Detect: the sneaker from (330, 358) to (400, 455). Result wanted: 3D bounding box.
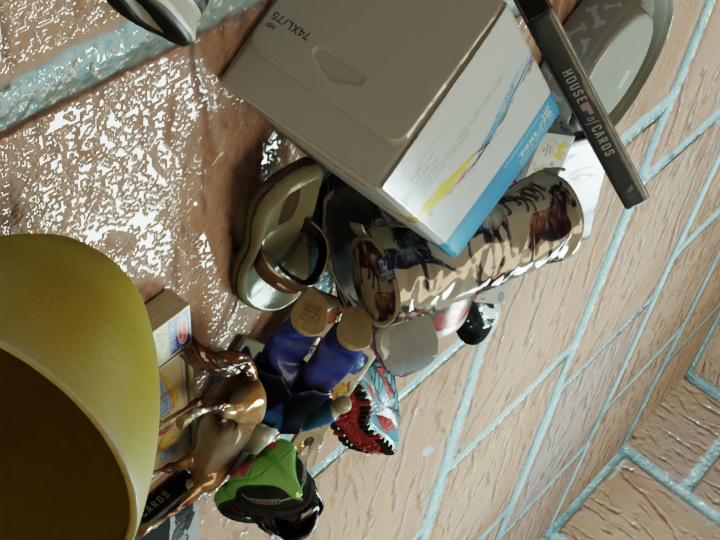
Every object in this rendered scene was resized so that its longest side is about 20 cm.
[{"bbox_3d":[-0.006,0.121,1.210,0.200,0.079,0.096,66,32,-55],"label":"sneaker"}]

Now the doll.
[{"bbox_3d":[-0.066,0.095,0.972,0.200,0.136,0.049,123,-19,-44],"label":"doll"}]

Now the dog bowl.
[{"bbox_3d":[0.262,-0.226,1.236,0.200,0.059,0.200,-43,155,-25],"label":"dog bowl"}]

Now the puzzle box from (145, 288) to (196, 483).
[{"bbox_3d":[-0.186,0.118,0.889,0.133,0.025,0.200,-40,153,-32],"label":"puzzle box"}]

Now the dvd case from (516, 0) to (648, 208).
[{"bbox_3d":[0.172,-0.164,0.932,0.025,0.150,0.200,-28,125,13],"label":"dvd case"}]

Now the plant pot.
[{"bbox_3d":[-0.192,0.059,0.625,0.142,0.200,0.200,-70,177,-53],"label":"plant pot"}]

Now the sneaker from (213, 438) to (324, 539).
[{"bbox_3d":[-0.080,0.211,1.013,0.077,0.084,0.200,-35,172,-16],"label":"sneaker"}]

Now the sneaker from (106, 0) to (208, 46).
[{"bbox_3d":[-0.105,-0.205,0.559,0.115,0.076,0.201,-60,166,-7],"label":"sneaker"}]

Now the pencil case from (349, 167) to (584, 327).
[{"bbox_3d":[0.090,-0.024,0.942,0.200,0.078,0.090,-20,117,-20],"label":"pencil case"}]

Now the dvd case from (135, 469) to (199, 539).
[{"bbox_3d":[-0.215,0.294,1.081,0.150,0.025,0.200,-38,153,-33],"label":"dvd case"}]

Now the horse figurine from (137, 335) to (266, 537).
[{"bbox_3d":[-0.126,0.135,0.934,0.132,0.050,0.200,-23,143,-49],"label":"horse figurine"}]

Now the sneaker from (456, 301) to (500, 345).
[{"bbox_3d":[0.101,0.032,1.284,0.112,0.073,0.200,-34,145,-27],"label":"sneaker"}]

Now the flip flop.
[{"bbox_3d":[-0.054,-0.016,0.899,0.081,0.058,0.200,-40,165,-28],"label":"flip flop"}]

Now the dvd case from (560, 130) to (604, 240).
[{"bbox_3d":[0.198,-0.079,1.267,0.148,0.016,0.200,-12,147,-5],"label":"dvd case"}]

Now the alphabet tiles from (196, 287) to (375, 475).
[{"bbox_3d":[-0.070,0.110,1.059,0.167,0.008,0.200,26,99,-47],"label":"alphabet tiles"}]

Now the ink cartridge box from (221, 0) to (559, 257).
[{"bbox_3d":[0.030,-0.125,0.813,0.146,0.147,0.200,-54,158,2],"label":"ink cartridge box"}]

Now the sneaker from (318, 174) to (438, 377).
[{"bbox_3d":[0.000,0.000,1.002,0.080,0.086,0.200,-24,118,-19],"label":"sneaker"}]

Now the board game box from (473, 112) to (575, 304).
[{"bbox_3d":[0.141,-0.086,1.112,0.034,0.135,0.200,5,127,-17],"label":"board game box"}]

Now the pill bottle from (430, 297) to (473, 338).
[{"bbox_3d":[0.069,-0.038,1.057,0.111,0.111,0.200,-35,150,-39],"label":"pill bottle"}]
